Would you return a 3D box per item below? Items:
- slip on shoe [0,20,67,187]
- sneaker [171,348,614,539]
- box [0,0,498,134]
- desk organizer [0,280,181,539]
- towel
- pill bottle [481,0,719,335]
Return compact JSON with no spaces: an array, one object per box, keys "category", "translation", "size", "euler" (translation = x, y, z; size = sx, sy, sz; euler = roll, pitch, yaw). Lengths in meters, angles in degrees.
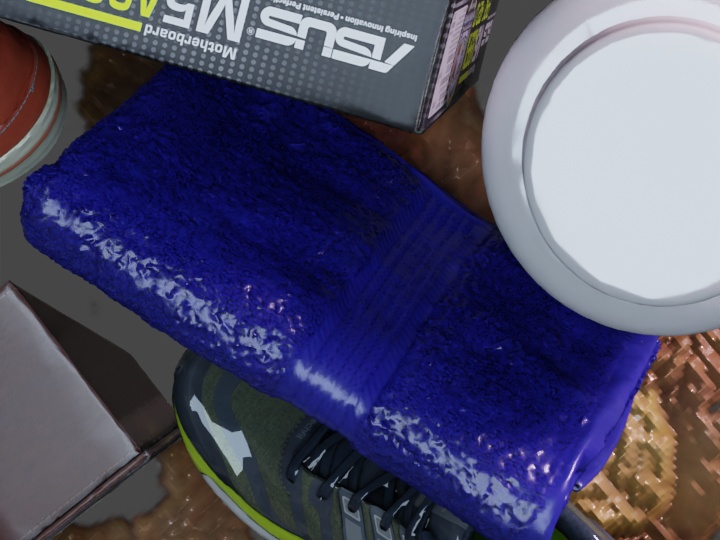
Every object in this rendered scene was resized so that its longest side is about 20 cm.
[{"category":"slip on shoe","translation":[-0.190,-0.034,0.814],"size":[0.199,0.061,0.074],"euler":[-22,54,12]},{"category":"sneaker","translation":[0.024,0.077,0.876],"size":[0.199,0.081,0.074],"euler":[31,72,9]},{"category":"box","translation":[-0.041,-0.092,0.815],"size":[0.159,0.200,0.045],"euler":[15,100,4]},{"category":"desk organizer","translation":[-0.164,0.089,0.923],"size":[0.200,0.072,0.077],"euler":[-38,89,11]},{"category":"towel","translation":[0.000,0.000,0.849],"size":[0.199,0.148,0.050],"euler":[31,116,4]},{"category":"pill bottle","translation":[0.095,-0.042,0.803],"size":[0.109,0.200,0.110],"euler":[1,98,7]}]
